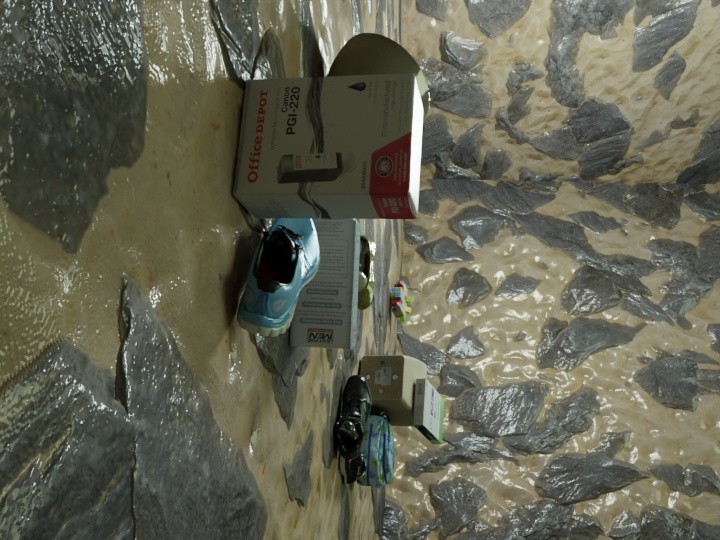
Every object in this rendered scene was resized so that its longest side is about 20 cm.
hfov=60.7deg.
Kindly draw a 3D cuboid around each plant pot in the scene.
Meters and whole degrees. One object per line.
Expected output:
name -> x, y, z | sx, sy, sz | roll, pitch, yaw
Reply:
plant pot -> 0.084, 0.351, 1.869 | 0.177, 0.199, 0.201 | 58, 33, -57

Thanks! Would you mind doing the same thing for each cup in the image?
cup -> 0.004, -0.302, 1.116 | 0.143, 0.200, 0.201 | -50, 153, -28

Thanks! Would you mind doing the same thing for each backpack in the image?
backpack -> 0.038, 0.522, 1.774 | 0.164, 0.153, 0.201 | 94, 16, -49

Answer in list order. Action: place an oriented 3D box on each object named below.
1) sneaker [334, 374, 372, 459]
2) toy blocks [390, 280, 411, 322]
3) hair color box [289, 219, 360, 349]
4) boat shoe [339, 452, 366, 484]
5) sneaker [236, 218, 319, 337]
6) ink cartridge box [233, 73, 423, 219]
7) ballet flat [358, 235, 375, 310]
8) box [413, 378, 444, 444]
sneaker -> -0.015, 0.344, 1.466 | 0.114, 0.076, 0.201 | 91, 9, -69
toy blocks -> 0.183, 0.130, 2.954 | 0.137, 0.099, 0.201 | 60, 32, -56
hair color box -> -0.055, 0.021, 0.977 | 0.061, 0.098, 0.202 | 20, 72, -83
boat shoe -> -0.013, 0.507, 1.586 | 0.200, 0.060, 0.074 | 81, 12, -55
sneaker -> -0.086, -0.017, 0.727 | 0.201, 0.078, 0.090 | -81, -173, -48
ink cartridge box -> -0.034, -0.139, 0.702 | 0.085, 0.199, 0.147 | 49, 43, -71
ballet flat -> 0.000, 0.000, 1.577 | 0.071, 0.070, 0.201 | 77, 18, -64
box -> 0.210, 0.431, 1.871 | 0.200, 0.036, 0.145 | 51, 39, -50
